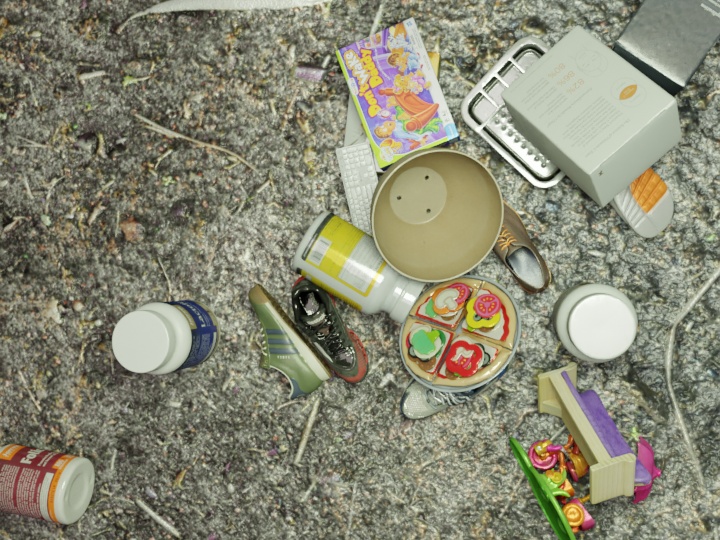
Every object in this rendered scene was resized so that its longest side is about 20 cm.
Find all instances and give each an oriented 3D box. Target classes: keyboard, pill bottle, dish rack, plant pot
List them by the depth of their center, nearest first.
[{"bbox_3d":[0.343,0.075,1.196,0.114,0.200,0.115,0,90,10],"label":"pill bottle"},{"bbox_3d":[0.102,-0.100,1.255,0.199,0.135,0.201,-4,111,-9],"label":"plant pot"},{"bbox_3d":[0.277,-0.246,1.290,0.200,0.044,0.172,45,97,8],"label":"dish rack"},{"bbox_3d":[0.000,0.000,1.298,0.200,0.112,0.112,31,95,5],"label":"pill bottle"},{"bbox_3d":[-0.312,0.108,1.323,0.115,0.200,0.116,0,90,10],"label":"pill bottle"},{"bbox_3d":[0.009,-0.106,1.335,0.056,0.011,0.201,-10,102,14],"label":"keyboard"},{"bbox_3d":[-0.577,0.365,1.418,0.199,0.114,0.115,8,91,10],"label":"pill bottle"}]

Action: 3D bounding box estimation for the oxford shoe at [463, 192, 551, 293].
[{"bbox_3d":[0.232,-0.052,1.282,0.071,0.073,0.200,-40,83,9],"label":"oxford shoe"}]

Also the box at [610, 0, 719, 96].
[{"bbox_3d":[0.457,-0.356,1.178,0.117,0.197,0.200,36,97,8],"label":"box"}]

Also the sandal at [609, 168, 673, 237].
[{"bbox_3d":[0.400,-0.145,1.256,0.079,0.059,0.207,-37,92,3],"label":"sandal"}]

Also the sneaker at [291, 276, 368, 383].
[{"bbox_3d":[-0.055,0.098,1.326,0.071,0.098,0.201,-30,86,7],"label":"sneaker"}]

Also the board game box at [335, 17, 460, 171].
[{"bbox_3d":[0.059,-0.275,1.290,0.134,0.045,0.201,-22,87,9],"label":"board game box"}]

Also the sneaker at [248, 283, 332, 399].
[{"bbox_3d":[-0.140,0.125,1.356,0.090,0.067,0.200,-39,86,3],"label":"sneaker"}]

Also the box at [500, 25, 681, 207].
[{"bbox_3d":[0.328,-0.220,1.168,0.152,0.106,0.200,-41,58,5],"label":"box"}]

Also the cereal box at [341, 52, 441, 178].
[{"bbox_3d":[0.051,-0.256,1.335,0.143,0.040,0.201,6,91,11],"label":"cereal box"}]

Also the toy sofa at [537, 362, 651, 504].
[{"bbox_3d":[0.341,0.230,1.197,0.097,0.200,0.083,-16,128,-4],"label":"toy sofa"}]

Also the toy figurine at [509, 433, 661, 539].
[{"bbox_3d":[0.356,0.304,1.251,0.184,0.150,0.200,-27,60,-4],"label":"toy figurine"}]

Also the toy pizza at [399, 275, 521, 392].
[{"bbox_3d":[0.150,0.092,1.270,0.200,0.032,0.201,-13,56,21],"label":"toy pizza"}]

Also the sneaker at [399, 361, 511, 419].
[{"bbox_3d":[0.146,0.176,1.289,0.200,0.085,0.077,-33,91,10],"label":"sneaker"}]
